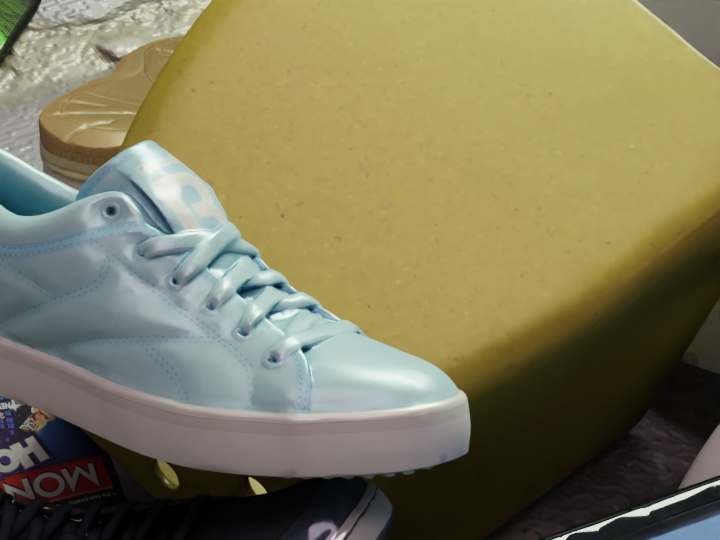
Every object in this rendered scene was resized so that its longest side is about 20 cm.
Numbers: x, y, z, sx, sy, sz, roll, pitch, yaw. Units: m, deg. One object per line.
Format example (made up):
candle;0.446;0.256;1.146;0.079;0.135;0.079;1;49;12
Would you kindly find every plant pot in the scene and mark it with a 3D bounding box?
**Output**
plant pot;0.000;0.000;0.825;0.195;0.194;0.200;42;55;14

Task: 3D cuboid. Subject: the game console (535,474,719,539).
game console;0.150;0.099;0.652;0.199;0.119;0.171;-15;52;-26

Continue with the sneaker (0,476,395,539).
sneaker;-0.102;0.079;0.698;0.202;0.146;0.077;-31;13;23

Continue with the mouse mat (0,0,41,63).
mouse mat;-0.259;-0.133;1.048;0.199;0.008;0.161;26;39;-5

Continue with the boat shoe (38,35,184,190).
boat shoe;-0.079;-0.053;0.987;0.073;0.069;0.200;17;23;22

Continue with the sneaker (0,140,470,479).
sneaker;-0.057;0.006;0.690;0.199;0.082;0.074;14;17;22

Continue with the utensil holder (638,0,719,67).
utensil holder;0.196;-0.118;0.986;0.169;0.200;0.170;2;44;-2

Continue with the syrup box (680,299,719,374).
syrup box;0.132;-0.020;0.926;0.200;0.079;0.081;18;42;38

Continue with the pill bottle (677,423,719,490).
pill bottle;0.207;0.125;0.796;0.200;0.113;0.112;33;50;27

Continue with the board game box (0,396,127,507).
board game box;-0.194;0.089;0.831;0.199;0.062;0.200;-11;48;-18
